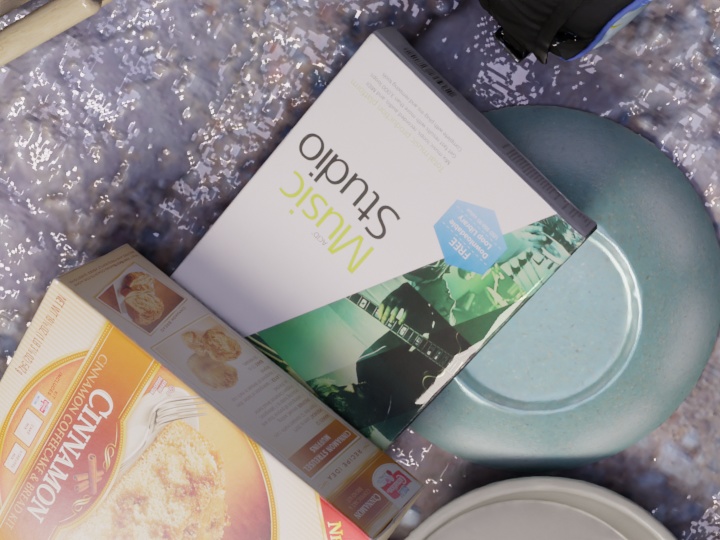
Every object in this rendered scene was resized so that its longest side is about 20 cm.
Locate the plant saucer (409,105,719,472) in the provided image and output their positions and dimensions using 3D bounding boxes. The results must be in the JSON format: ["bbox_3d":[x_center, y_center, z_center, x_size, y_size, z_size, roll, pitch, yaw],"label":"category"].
[{"bbox_3d":[0.090,0.017,0.871,0.199,0.039,0.203,1,105,4],"label":"plant saucer"}]

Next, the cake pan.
[{"bbox_3d":[0.093,0.210,0.892,0.199,0.037,0.202,1,86,-7],"label":"cake pan"}]

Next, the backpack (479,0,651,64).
[{"bbox_3d":[0.079,-0.201,0.730,0.183,0.200,0.147,38,85,-5],"label":"backpack"}]

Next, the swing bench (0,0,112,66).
[{"bbox_3d":[-0.236,-0.176,0.797,0.199,0.130,0.200,-25,103,15],"label":"swing bench"}]

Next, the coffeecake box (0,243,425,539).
[{"bbox_3d":[-0.093,0.112,0.850,0.200,0.073,0.154,38,117,10],"label":"coffeecake box"}]

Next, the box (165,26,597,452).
[{"bbox_3d":[0.000,0.000,0.845,0.144,0.036,0.200,44,114,6],"label":"box"}]
